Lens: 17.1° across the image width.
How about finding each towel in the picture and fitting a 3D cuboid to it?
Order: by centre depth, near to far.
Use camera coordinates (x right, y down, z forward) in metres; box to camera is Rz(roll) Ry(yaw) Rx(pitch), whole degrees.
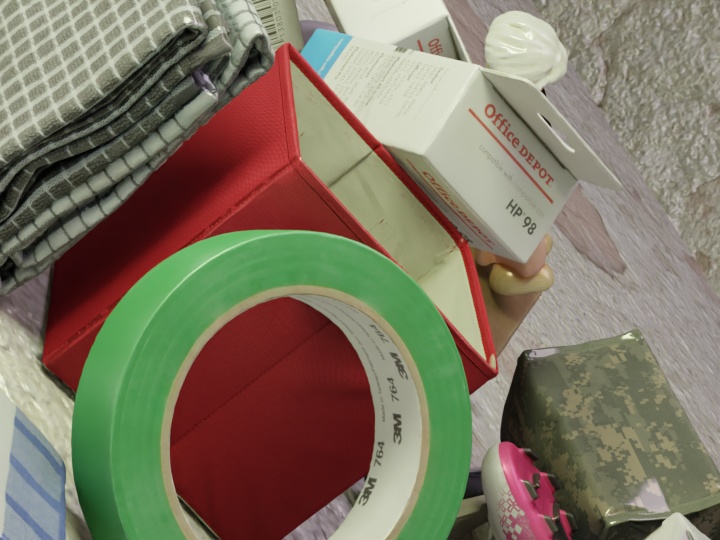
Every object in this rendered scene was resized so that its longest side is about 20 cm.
[{"bbox_3d":[-0.201,0.054,1.056,0.200,0.024,0.147,49,11,-22],"label":"towel"},{"bbox_3d":[-0.153,-0.108,1.251,0.086,0.200,0.166,40,17,-39],"label":"towel"}]

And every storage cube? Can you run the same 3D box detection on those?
[{"bbox_3d":[-0.051,0.016,1.322,0.171,0.180,0.200,47,13,-21],"label":"storage cube"}]

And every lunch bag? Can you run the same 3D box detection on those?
[{"bbox_3d":[0.170,0.173,1.697,0.200,0.117,0.164,101,-28,-45],"label":"lunch bag"}]

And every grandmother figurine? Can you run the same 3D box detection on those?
[{"bbox_3d":[0.102,-0.076,1.537,0.121,0.060,0.200,-100,-175,-49],"label":"grandmother figurine"}]

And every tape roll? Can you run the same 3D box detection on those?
[{"bbox_3d":[-0.041,0.081,1.164,0.200,0.201,0.048,46,-20,-24],"label":"tape roll"}]

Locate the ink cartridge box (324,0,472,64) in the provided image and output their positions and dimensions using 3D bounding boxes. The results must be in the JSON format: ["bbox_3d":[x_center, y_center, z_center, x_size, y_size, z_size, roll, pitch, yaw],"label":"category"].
[{"bbox_3d":[0.013,-0.177,1.571,0.200,0.068,0.115,65,1,21],"label":"ink cartridge box"}]

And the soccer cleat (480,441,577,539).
[{"bbox_3d":[0.108,0.199,1.550,0.200,0.086,0.070,59,18,-30],"label":"soccer cleat"}]

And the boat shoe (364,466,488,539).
[{"bbox_3d":[0.058,0.143,1.593,0.063,0.073,0.200,58,19,12],"label":"boat shoe"}]

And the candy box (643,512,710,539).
[{"bbox_3d":[0.199,0.266,1.536,0.200,0.168,0.072,39,17,-43],"label":"candy box"}]

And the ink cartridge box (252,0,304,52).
[{"bbox_3d":[-0.108,-0.239,1.677,0.200,0.050,0.161,32,-42,61],"label":"ink cartridge box"}]

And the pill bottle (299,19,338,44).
[{"bbox_3d":[-0.047,-0.126,1.792,0.112,0.112,0.200,51,-3,-6],"label":"pill bottle"}]

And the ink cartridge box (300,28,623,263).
[{"bbox_3d":[0.048,-0.073,1.437,0.200,0.067,0.116,20,-19,50],"label":"ink cartridge box"}]

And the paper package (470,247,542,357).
[{"bbox_3d":[0.000,0.000,1.595,0.200,0.103,0.191,51,35,-6],"label":"paper package"}]
